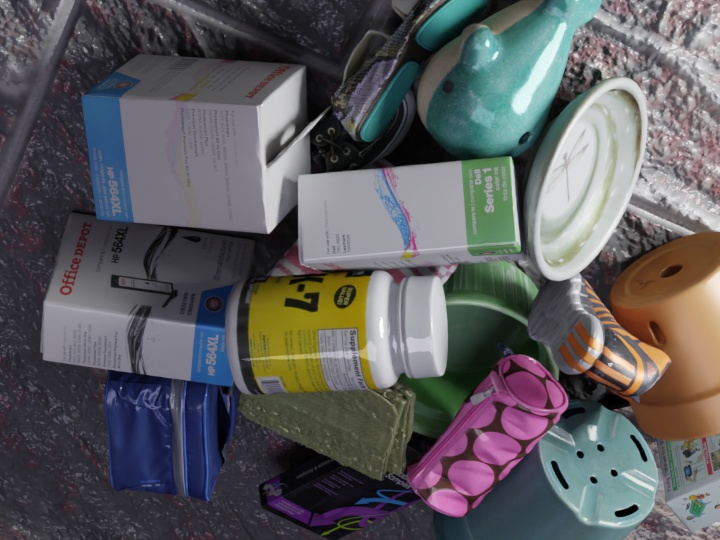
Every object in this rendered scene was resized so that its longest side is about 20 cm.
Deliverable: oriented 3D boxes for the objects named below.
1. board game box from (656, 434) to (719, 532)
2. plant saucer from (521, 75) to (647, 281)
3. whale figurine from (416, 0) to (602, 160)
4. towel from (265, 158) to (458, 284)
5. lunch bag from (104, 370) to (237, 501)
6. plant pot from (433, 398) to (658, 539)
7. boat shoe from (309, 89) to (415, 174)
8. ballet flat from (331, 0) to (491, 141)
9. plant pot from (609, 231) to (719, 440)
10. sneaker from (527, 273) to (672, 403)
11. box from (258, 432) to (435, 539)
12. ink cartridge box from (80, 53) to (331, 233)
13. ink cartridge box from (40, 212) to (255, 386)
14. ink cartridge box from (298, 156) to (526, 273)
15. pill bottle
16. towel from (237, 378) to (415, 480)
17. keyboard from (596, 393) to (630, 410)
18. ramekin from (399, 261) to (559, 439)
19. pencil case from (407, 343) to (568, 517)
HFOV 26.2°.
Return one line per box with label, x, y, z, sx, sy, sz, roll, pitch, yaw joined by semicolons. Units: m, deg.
board game box;0.419;0.173;1.658;0.199;0.148;0.064;-28;125;25
plant saucer;0.201;-0.091;1.456;0.050;0.200;0.201;25;138;31
whale figurine;0.146;-0.179;1.398;0.200;0.104;0.159;-44;150;15
towel;0.000;0.000;1.539;0.146;0.030;0.200;41;103;8
lunch bag;-0.198;0.146;1.682;0.131;0.136;0.201;6;131;3
plant pot;0.210;0.249;1.675;0.199;0.201;0.196;23;140;-14
boat shoe;-0.030;-0.115;1.495;0.199;0.057;0.069;-35;89;29
ballet flat;0.041;-0.212;1.410;0.072;0.072;0.201;36;101;-24
plant pot;0.341;0.055;1.550;0.199;0.200;0.141;-23;109;21
sneaker;0.231;0.071;1.492;0.112;0.200;0.078;31;109;-16
box;0.002;0.246;1.794;0.199;0.036;0.143;-31;139;24
ink cartridge box;-0.135;-0.118;1.425;0.198;0.129;0.126;6;116;17
ink cartridge box;-0.216;0.028;1.582;0.198;0.147;0.085;8;131;-4
ink cartridge box;0.050;-0.049;1.440;0.198;0.145;0.085;-4;85;10
pill bottle;-0.021;0.058;1.478;0.198;0.115;0.115;-4;130;12
towel;-0.037;0.137;1.628;0.199;0.037;0.149;21;135;12
keyboard;0.343;0.114;1.662;0.199;0.104;0.040;-16;85;37
ramekin;0.108;0.077;1.631;0.198;0.098;0.201;2;130;3
pencil case;0.123;0.171;1.589;0.093;0.091;0.200;-4;139;-41
